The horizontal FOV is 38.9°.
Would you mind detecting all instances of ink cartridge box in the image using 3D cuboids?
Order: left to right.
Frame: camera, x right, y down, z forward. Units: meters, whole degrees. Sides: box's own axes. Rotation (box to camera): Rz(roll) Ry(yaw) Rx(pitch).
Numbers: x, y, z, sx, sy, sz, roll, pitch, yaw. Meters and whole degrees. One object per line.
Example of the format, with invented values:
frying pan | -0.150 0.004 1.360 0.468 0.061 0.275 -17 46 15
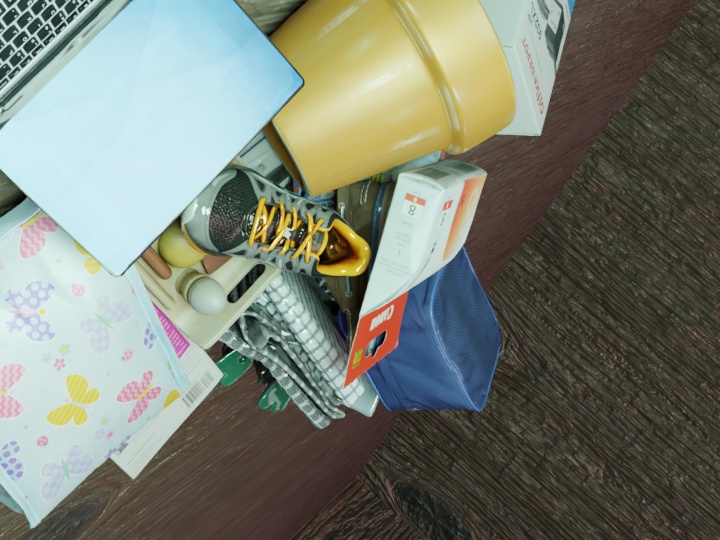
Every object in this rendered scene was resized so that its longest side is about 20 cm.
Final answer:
ink cartridge box | 0.052 0.004 0.931 0.162 0.050 0.201 -28 133 -68
ink cartridge box | 0.154 -0.259 1.039 0.145 0.083 0.201 56 46 -55

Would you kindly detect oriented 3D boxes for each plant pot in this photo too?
plant pot | 0.002 -0.162 0.869 0.183 0.201 0.200 -33 165 -6

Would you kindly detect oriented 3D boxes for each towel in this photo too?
towel | -0.080 0.059 1.052 0.085 0.166 0.200 -35 -157 3

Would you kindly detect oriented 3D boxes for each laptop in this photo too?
laptop | -0.145 -0.126 0.602 0.187 0.116 0.200 -48 167 -11

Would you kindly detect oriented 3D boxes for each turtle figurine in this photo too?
turtle figurine | -0.147 0.093 1.209 0.101 0.149 0.200 -70 -156 8

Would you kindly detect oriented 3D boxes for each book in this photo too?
book | -0.216 0.087 0.923 0.134 0.048 0.200 -48 140 -18

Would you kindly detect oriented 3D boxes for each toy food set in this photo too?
toy food set | -0.136 -0.038 0.862 0.144 0.060 0.200 -47 140 -12

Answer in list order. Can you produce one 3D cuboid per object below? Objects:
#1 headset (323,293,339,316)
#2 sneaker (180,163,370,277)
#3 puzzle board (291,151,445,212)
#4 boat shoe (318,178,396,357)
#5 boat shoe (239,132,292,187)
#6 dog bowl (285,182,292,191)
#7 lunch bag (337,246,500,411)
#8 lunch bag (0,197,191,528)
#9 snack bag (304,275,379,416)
headset | -0.010 -0.018 1.230 0.199 0.124 0.094 -14 -164 36
sneaker | -0.066 -0.036 0.853 0.200 0.077 0.079 12 97 -52
puzzle board | 0.005 -0.065 1.025 0.150 0.017 0.200 -13 159 -9
boat shoe | 0.000 0.000 0.988 0.072 0.072 0.201 -54 155 -58
boat shoe | -0.108 -0.079 0.960 0.200 0.067 0.074 -49 167 -6
dog bowl | -0.026 -0.117 1.118 0.200 0.074 0.200 -47 167 -14
lunch bag | 0.057 0.058 1.124 0.201 0.132 0.136 62 35 -33
lunch bag | -0.242 0.052 0.748 0.170 0.127 0.201 -44 139 -28
snack bag | -0.022 0.067 1.274 0.021 0.188 0.201 30 78 -59
